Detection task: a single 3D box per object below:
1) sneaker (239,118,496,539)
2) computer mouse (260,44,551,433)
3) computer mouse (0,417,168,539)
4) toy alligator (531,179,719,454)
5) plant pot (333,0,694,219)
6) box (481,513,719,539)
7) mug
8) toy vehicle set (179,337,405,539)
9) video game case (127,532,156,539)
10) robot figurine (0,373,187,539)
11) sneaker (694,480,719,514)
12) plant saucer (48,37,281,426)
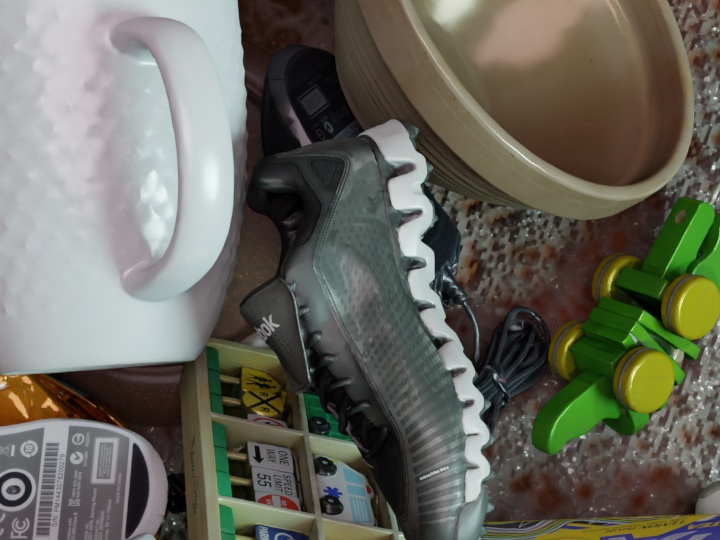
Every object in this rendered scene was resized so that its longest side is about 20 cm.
[{"bbox_3d":[-0.004,0.032,0.948,0.090,0.066,0.200,-5,69,-19],"label":"sneaker"},{"bbox_3d":[0.000,0.000,1.040,0.046,0.140,0.200,-31,103,33],"label":"computer mouse"},{"bbox_3d":[-0.182,0.106,1.005,0.200,0.044,0.110,2,63,5],"label":"computer mouse"},{"bbox_3d":[0.150,0.012,1.086,0.054,0.059,0.200,43,76,-38],"label":"toy alligator"},{"bbox_3d":[0.055,-0.104,1.059,0.201,0.093,0.201,25,50,-33],"label":"plant pot"},{"bbox_3d":[0.124,0.148,1.007,0.200,0.070,0.064,-4,103,24],"label":"box"},{"bbox_3d":[-0.109,-0.046,0.986,0.148,0.200,0.176,-3,87,-31],"label":"mug"},{"bbox_3d":[-0.013,0.102,0.993,0.124,0.200,0.027,12,117,-14],"label":"toy vehicle set"},{"bbox_3d":[-0.100,0.225,0.986,0.182,0.024,0.200,-28,95,40],"label":"video game case"},{"bbox_3d":[-0.131,0.133,1.055,0.145,0.058,0.200,-45,84,2],"label":"robot figurine"},{"bbox_3d":[0.196,0.193,1.047,0.080,0.070,0.200,-26,83,-1],"label":"sneaker"},{"bbox_3d":[-0.097,-0.026,1.097,0.200,0.034,0.200,0,80,0],"label":"plant saucer"}]
